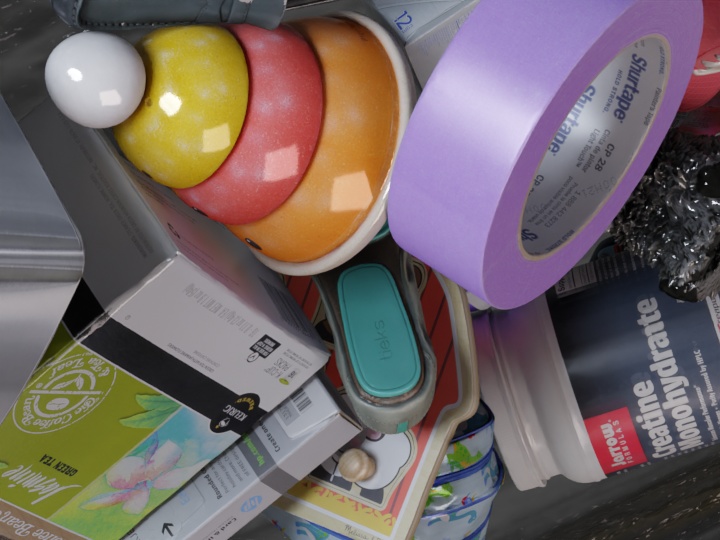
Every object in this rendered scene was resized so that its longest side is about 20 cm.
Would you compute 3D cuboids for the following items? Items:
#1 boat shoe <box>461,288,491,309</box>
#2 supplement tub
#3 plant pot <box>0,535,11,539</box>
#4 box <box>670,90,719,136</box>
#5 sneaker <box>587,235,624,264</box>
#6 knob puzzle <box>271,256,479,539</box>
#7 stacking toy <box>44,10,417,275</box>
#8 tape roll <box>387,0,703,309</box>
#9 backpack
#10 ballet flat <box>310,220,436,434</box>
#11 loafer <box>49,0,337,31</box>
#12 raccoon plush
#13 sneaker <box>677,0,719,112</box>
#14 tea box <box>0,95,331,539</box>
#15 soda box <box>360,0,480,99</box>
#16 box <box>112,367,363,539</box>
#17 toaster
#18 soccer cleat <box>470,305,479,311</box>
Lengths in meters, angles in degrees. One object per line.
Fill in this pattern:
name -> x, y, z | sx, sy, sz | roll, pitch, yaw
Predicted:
boat shoe -> 0.100, -0.027, 1.739 | 0.068, 0.074, 0.199 | -32, 174, 16
supplement tub -> 0.181, 0.058, 1.862 | 0.199, 0.141, 0.140 | -18, 152, 7
plant pot -> -0.210, 0.213, 1.739 | 0.199, 0.187, 0.187 | -10, 145, -14
box -> 0.206, -0.095, 1.782 | 0.200, 0.096, 0.100 | 0, 135, -46
sneaker -> 0.207, 0.004, 1.951 | 0.200, 0.079, 0.095 | -43, 149, 12
knob puzzle -> -0.019, 0.045, 1.664 | 0.220, 0.220, 0.030 | -44, 153, 15
stacking toy -> -0.083, -0.085, 1.474 | 0.200, 0.146, 0.146 | 15, 124, -40
tape roll -> 0.100, -0.081, 1.502 | 0.200, 0.066, 0.200 | -45, 155, -28
backpack -> -0.002, 0.108, 1.749 | 0.163, 0.200, 0.154 | -10, 143, -39
ballet flat -> 0.000, 0.000, 1.615 | 0.067, 0.201, 0.064 | -11, 156, -1
loafer -> -0.061, -0.155, 1.433 | 0.200, 0.070, 0.068 | -17, 148, -30
raccoon plush -> 0.177, -0.055, 1.671 | 0.200, 0.134, 0.097 | -14, 132, -61
sneaker -> 0.208, -0.143, 1.573 | 0.074, 0.087, 0.200 | -21, 150, -26
tea box -> -0.158, 0.037, 1.547 | 0.197, 0.134, 0.200 | -40, 151, 8
soda box -> 0.054, -0.118, 1.615 | 0.063, 0.068, 0.200 | -33, 151, -3
box -> -0.119, 0.093, 1.651 | 0.200, 0.156, 0.041 | -39, 150, 5
toaster -> -0.237, -0.002, 1.342 | 0.118, 0.200, 0.181 | 0, 135, -41
soccer cleat -> 0.048, 0.000, 1.777 | 0.068, 0.073, 0.200 | -41, 152, 7
